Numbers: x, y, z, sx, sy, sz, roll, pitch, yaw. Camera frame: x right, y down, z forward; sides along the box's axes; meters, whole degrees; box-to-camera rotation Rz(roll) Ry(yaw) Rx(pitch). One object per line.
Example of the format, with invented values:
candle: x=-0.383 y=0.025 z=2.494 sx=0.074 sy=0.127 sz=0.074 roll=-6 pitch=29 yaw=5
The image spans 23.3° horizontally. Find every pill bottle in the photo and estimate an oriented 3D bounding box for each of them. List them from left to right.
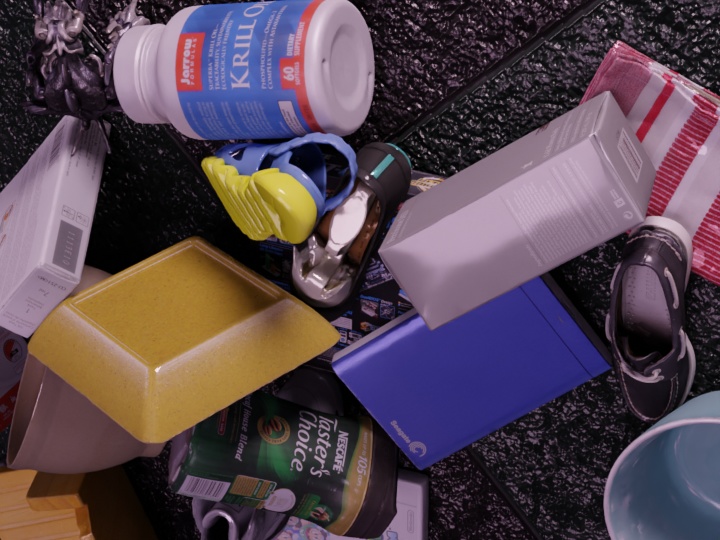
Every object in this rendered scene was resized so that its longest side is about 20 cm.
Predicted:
pill bottle: x=-0.098 y=-0.163 z=1.435 sx=0.199 sy=0.112 sz=0.113 roll=0 pitch=117 yaw=26

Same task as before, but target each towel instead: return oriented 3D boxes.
towel: x=0.254 y=-0.073 z=1.370 sx=0.199 sy=0.023 sz=0.144 roll=30 pitch=127 yaw=8

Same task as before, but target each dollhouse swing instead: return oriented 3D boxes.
dollhouse swing: x=-0.304 y=0.294 z=1.775 sx=0.175 sy=0.182 sz=0.201 roll=-18 pitch=110 yaw=12

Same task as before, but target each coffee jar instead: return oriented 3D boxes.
coffee jar: x=-0.061 y=0.164 z=1.523 sx=0.199 sy=0.105 sz=0.085 roll=17 pitch=138 yaw=-14

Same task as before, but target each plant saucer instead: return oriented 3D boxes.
plant saucer: x=-0.152 y=0.042 z=1.460 sx=0.200 sy=0.199 sz=0.049 roll=30 pitch=138 yaw=43

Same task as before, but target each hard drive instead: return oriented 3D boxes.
hard drive: x=0.093 y=0.077 z=1.481 sx=0.199 sy=0.025 sz=0.132 roll=-31 pitch=112 yaw=23

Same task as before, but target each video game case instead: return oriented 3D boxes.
video game case: x=-0.022 y=0.265 z=1.697 sx=0.181 sy=0.024 sz=0.201 roll=11 pitch=121 yaw=20

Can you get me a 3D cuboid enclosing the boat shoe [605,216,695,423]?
boat shoe: x=0.234 y=0.053 z=1.418 sx=0.073 sy=0.060 sz=0.201 roll=16 pitch=131 yaw=20

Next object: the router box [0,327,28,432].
router box: x=-0.412 y=0.092 z=1.682 sx=0.049 sy=0.200 sz=0.180 roll=-20 pitch=108 yaw=34

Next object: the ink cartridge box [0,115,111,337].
ink cartridge box: x=-0.296 y=-0.023 z=1.562 sx=0.043 sy=0.201 sz=0.174 roll=27 pitch=132 yaw=-24

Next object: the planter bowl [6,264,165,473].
planter bowl: x=-0.237 y=0.100 z=1.624 sx=0.134 sy=0.201 sz=0.201 roll=15 pitch=128 yaw=-15

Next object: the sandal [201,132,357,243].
sandal: x=-0.063 y=-0.073 z=1.412 sx=0.080 sy=0.087 sz=0.200 roll=59 pitch=162 yaw=-23

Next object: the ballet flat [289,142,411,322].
ballet flat: x=-0.022 y=-0.022 z=1.447 sx=0.068 sy=0.068 sz=0.201 roll=31 pitch=127 yaw=8

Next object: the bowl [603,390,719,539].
bowl: x=0.308 y=0.179 z=1.432 sx=0.200 sy=0.105 sz=0.202 roll=11 pitch=122 yaw=18

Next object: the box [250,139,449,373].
box: x=0.000 y=0.000 z=1.520 sx=0.199 sy=0.050 sz=0.200 roll=12 pitch=121 yaw=20

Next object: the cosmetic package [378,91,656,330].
cosmetic package: x=0.122 y=-0.045 z=1.353 sx=0.199 sy=0.107 sz=0.090 roll=-26 pitch=106 yaw=23

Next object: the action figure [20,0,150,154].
action figure: x=-0.241 y=-0.203 z=1.493 sx=0.118 sy=0.102 sz=0.201 roll=3 pitch=128 yaw=17

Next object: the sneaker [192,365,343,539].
sneaker: x=-0.086 y=0.183 z=1.605 sx=0.075 sy=0.115 sz=0.201 roll=32 pitch=110 yaw=14
